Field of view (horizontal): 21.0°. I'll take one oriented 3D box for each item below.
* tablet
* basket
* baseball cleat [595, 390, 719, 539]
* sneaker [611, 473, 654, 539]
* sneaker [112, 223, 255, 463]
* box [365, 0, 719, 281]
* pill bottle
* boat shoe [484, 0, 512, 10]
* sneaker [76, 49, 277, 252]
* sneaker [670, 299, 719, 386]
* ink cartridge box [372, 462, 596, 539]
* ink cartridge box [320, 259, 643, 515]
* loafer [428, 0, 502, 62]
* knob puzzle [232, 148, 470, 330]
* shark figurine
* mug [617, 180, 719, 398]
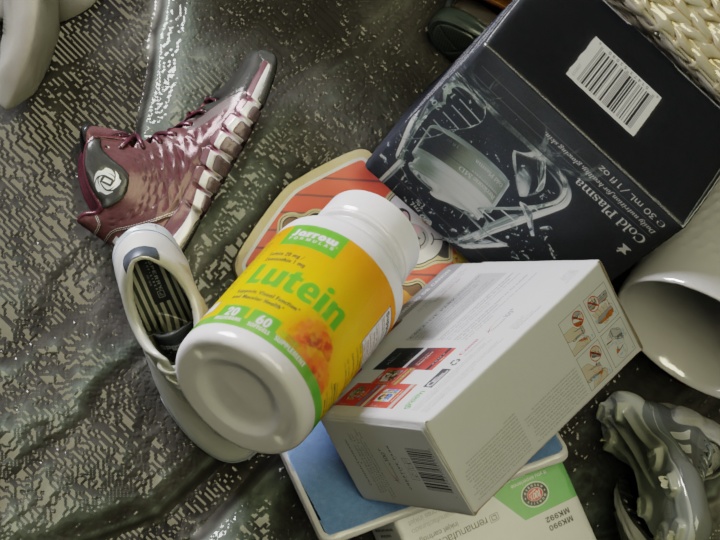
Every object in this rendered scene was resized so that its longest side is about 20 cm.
[{"bbox_3d":[0.043,0.130,1.473,0.200,0.014,0.130,-18,45,-11],"label":"tablet"},{"bbox_3d":[0.280,-0.200,1.469,0.123,0.136,0.200,-45,103,3],"label":"basket"},{"bbox_3d":[0.252,0.150,1.487,0.106,0.200,0.070,7,117,-16],"label":"baseball cleat"},{"bbox_3d":[0.230,0.235,1.490,0.074,0.079,0.200,11,37,-19],"label":"sneaker"},{"bbox_3d":[-0.132,0.064,1.439,0.073,0.071,0.200,-25,107,8],"label":"sneaker"},{"bbox_3d":[0.145,-0.092,1.479,0.200,0.197,0.124,42,55,-4],"label":"box"},{"bbox_3d":[-0.038,0.030,1.415,0.111,0.111,0.200,43,50,-4],"label":"pill bottle"},{"bbox_3d":[0.166,-0.215,1.547,0.200,0.072,0.068,20,42,-5],"label":"boat shoe"},{"bbox_3d":[-0.151,-0.103,1.485,0.115,0.076,0.200,29,76,-5],"label":"sneaker"},{"bbox_3d":[0.356,0.052,1.582,0.199,0.078,0.116,13,79,-13],"label":"sneaker"},{"bbox_3d":[0.116,0.251,1.485,0.146,0.084,0.200,-24,87,-16],"label":"ink cartridge box"},{"bbox_3d":[0.075,0.080,1.430,0.200,0.175,0.084,-40,112,-29],"label":"ink cartridge box"},{"bbox_3d":[0.152,-0.165,1.574,0.200,0.072,0.063,35,64,-3],"label":"loafer"},{"bbox_3d":[0.000,0.000,1.527,0.219,0.030,0.220,2,81,-13],"label":"knob puzzle"},{"bbox_3d":[-0.275,-0.247,1.472,0.128,0.089,0.215,-35,92,-18],"label":"shark figurine"},{"bbox_3d":[0.323,0.005,1.494,0.200,0.148,0.175,35,66,1],"label":"mug"}]
